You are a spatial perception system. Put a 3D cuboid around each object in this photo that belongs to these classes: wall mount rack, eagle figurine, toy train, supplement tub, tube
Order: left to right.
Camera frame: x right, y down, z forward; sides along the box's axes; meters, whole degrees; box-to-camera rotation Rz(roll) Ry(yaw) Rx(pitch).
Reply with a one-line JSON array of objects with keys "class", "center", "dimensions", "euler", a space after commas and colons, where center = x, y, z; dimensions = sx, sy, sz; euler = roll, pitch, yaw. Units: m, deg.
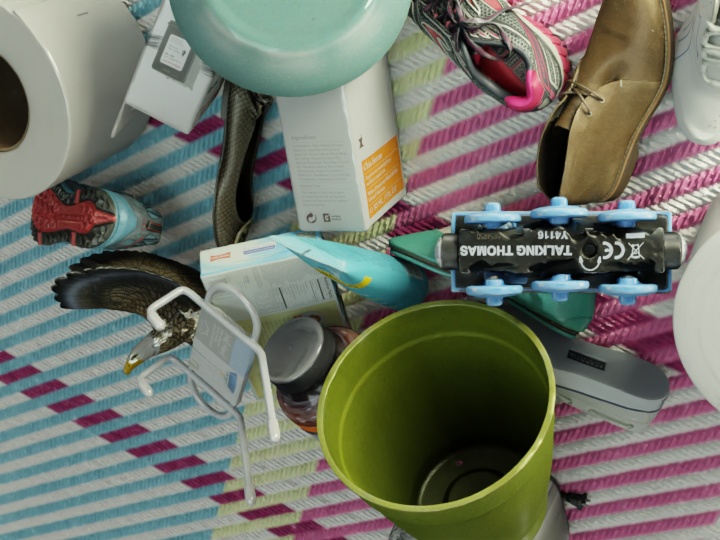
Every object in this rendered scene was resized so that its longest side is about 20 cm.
[{"class": "eagle figurine", "center": [-0.210, 0.040, 1.087], "dimensions": [0.200, 0.151, 0.152], "euler": [45, 136, -9]}, {"class": "wall mount rack", "center": [-0.129, 0.113, 0.964], "dimensions": [0.174, 0.075, 0.200], "euler": [39, 141, 15]}, {"class": "supplement tub", "center": [-0.009, 0.123, 1.006], "dimensions": [0.107, 0.107, 0.200], "euler": [-15, 138, 31]}, {"class": "tube", "center": [0.000, 0.000, 0.931], "dimensions": [0.077, 0.200, 0.050], "euler": [19, 90, 29]}, {"class": "toy train", "center": [0.163, -0.016, 0.862], "dimensions": [0.200, 0.114, 0.087], "euler": [-1, 91, 7]}]

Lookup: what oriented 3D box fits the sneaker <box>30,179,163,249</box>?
[{"class": "sneaker", "center": [-0.286, -0.053, 1.123], "dimensions": [0.200, 0.095, 0.079], "euler": [18, 96, 46]}]

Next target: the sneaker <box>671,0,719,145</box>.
[{"class": "sneaker", "center": [0.274, -0.185, 0.776], "dimensions": [0.074, 0.087, 0.200], "euler": [15, 121, 17]}]

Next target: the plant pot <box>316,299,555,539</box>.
[{"class": "plant pot", "center": [0.086, 0.163, 0.917], "dimensions": [0.200, 0.200, 0.193], "euler": [5, 144, 24]}]

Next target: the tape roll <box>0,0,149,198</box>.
[{"class": "tape roll", "center": [-0.327, -0.188, 1.033], "dimensions": [0.203, 0.139, 0.203], "euler": [11, 117, 21]}]

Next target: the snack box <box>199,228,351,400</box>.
[{"class": "snack box", "center": [-0.073, 0.048, 1.019], "dimensions": [0.116, 0.037, 0.200], "euler": [-12, 137, 3]}]

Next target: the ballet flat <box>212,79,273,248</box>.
[{"class": "ballet flat", "center": [-0.115, -0.103, 1.029], "dimensions": [0.046, 0.067, 0.200], "euler": [10, 114, 3]}]

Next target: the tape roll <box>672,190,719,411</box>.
[{"class": "tape roll", "center": [0.354, 0.018, 0.803], "dimensions": [0.203, 0.139, 0.203], "euler": [12, 119, 22]}]

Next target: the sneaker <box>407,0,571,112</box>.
[{"class": "sneaker", "center": [0.090, -0.212, 0.862], "dimensions": [0.200, 0.075, 0.081], "euler": [40, 125, 5]}]

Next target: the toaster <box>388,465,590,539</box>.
[{"class": "toaster", "center": [0.124, 0.273, 1.048], "dimensions": [0.200, 0.129, 0.114], "euler": [-4, 112, 28]}]

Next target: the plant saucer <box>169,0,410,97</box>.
[{"class": "plant saucer", "center": [-0.056, -0.240, 0.827], "dimensions": [0.200, 0.036, 0.200], "euler": [0, 84, -2]}]

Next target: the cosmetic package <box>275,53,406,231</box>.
[{"class": "cosmetic package", "center": [-0.019, -0.145, 0.933], "dimensions": [0.071, 0.101, 0.200], "euler": [2, 115, 26]}]

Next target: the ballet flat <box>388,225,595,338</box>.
[{"class": "ballet flat", "center": [0.126, -0.009, 0.958], "dimensions": [0.200, 0.067, 0.070], "euler": [25, 98, 14]}]

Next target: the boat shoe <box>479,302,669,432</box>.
[{"class": "boat shoe", "center": [0.181, 0.100, 0.978], "dimensions": [0.202, 0.075, 0.086], "euler": [19, 131, 9]}]

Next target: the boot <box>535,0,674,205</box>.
[{"class": "boot", "center": [0.194, -0.142, 0.835], "dimensions": [0.074, 0.075, 0.200], "euler": [37, 128, 43]}]

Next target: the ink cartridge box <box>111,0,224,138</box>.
[{"class": "ink cartridge box", "center": [-0.150, -0.207, 0.945], "dimensions": [0.067, 0.116, 0.200], "euler": [26, 120, -7]}]
